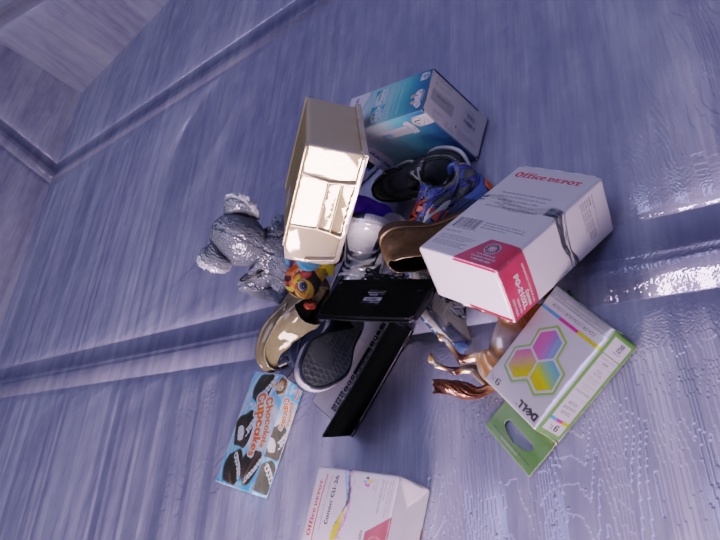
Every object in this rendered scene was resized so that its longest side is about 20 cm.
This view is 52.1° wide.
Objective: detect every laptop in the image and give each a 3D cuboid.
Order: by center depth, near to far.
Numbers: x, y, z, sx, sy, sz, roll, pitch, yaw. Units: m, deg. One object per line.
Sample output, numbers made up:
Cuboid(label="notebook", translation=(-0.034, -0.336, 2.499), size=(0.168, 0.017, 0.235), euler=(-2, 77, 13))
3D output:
Cuboid(label="laptop", translation=(-0.017, 0.141, 1.109), size=(0.200, 0.116, 0.188), euler=(28, 87, 54))

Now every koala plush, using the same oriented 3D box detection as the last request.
Cuboid(label="koala plush", translation=(-0.193, -0.044, 1.371), size=(0.178, 0.200, 0.184), euler=(-61, 31, -4))

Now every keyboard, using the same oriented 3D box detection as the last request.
Cuboid(label="keyboard", translation=(0.032, 0.043, 1.053), size=(0.199, 0.040, 0.104), euler=(0, 46, 46))

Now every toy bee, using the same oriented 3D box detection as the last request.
Cuboid(label="toy bee", translation=(-0.091, 0.005, 1.248), size=(0.199, 0.109, 0.131), euler=(-29, 14, -2))

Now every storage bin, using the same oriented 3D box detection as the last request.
Cuboid(label="storage bin", translation=(-0.062, -0.142, 1.156), size=(0.200, 0.093, 0.199), euler=(-97, 20, -56))

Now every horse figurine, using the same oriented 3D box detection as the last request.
Cuboid(label="horse figurine", translation=(0.169, 0.089, 0.957), size=(0.132, 0.050, 0.201), euler=(26, 79, 20))

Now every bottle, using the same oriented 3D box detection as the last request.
Cuboid(label="bottle", translation=(0.004, -0.094, 1.280), size=(0.200, 0.083, 0.065), euler=(26, 84, 55))

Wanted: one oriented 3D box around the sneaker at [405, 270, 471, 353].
Cuboid(label="sneaker", translation=(0.122, 0.030, 1.061), size=(0.085, 0.077, 0.200), euler=(-40, 40, 17))

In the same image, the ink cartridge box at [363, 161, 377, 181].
Cuboid(label="ink cartridge box", translation=(-0.027, -0.239, 1.460), size=(0.198, 0.043, 0.200), euler=(-43, 37, 21))

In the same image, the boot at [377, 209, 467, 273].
Cuboid(label="boot", translation=(0.128, -0.035, 1.040), size=(0.199, 0.074, 0.076), euler=(-10, 40, 0))

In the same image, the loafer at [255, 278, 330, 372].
Cuboid(label="loafer", translation=(-0.117, 0.091, 1.298), size=(0.067, 0.076, 0.201), euler=(19, 80, 60))

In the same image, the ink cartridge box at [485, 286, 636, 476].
Cuboid(label="ink cartridge box", translation=(0.220, 0.131, 0.881), size=(0.200, 0.059, 0.104), euler=(-53, 37, 8))

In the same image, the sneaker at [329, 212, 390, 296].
Cuboid(label="sneaker", translation=(0.000, 0.000, 1.160), size=(0.199, 0.079, 0.130), euler=(115, 167, -68))

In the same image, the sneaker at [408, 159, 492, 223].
Cuboid(label="sneaker", translation=(0.105, -0.090, 1.121), size=(0.200, 0.079, 0.075), euler=(-43, 14, -9))

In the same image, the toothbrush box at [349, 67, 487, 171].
Cuboid(label="toothbrush box", translation=(0.086, -0.238, 1.234), size=(0.199, 0.146, 0.086), euler=(-8, 58, 48))

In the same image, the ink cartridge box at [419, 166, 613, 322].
Cuboid(label="ink cartridge box", translation=(0.200, -0.041, 0.942), size=(0.200, 0.085, 0.145), euler=(-39, 31, -21))

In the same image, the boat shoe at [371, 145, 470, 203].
Cuboid(label="boat shoe", translation=(0.096, -0.150, 1.211), size=(0.060, 0.076, 0.200), euler=(-35, 10, -34))

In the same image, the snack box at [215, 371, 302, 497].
Cuboid(label="snack box", translation=(-0.171, 0.276, 1.262), size=(0.116, 0.037, 0.201), euler=(-4, 62, 48))

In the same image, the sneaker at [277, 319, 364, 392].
Cuboid(label="sneaker", translation=(-0.076, 0.145, 1.101), size=(0.146, 0.077, 0.202), euler=(-42, 5, 30))

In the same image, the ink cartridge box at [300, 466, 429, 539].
Cuboid(label="ink cartridge box", translation=(-0.011, 0.335, 1.001), size=(0.199, 0.067, 0.117), euler=(-10, 57, 46))
